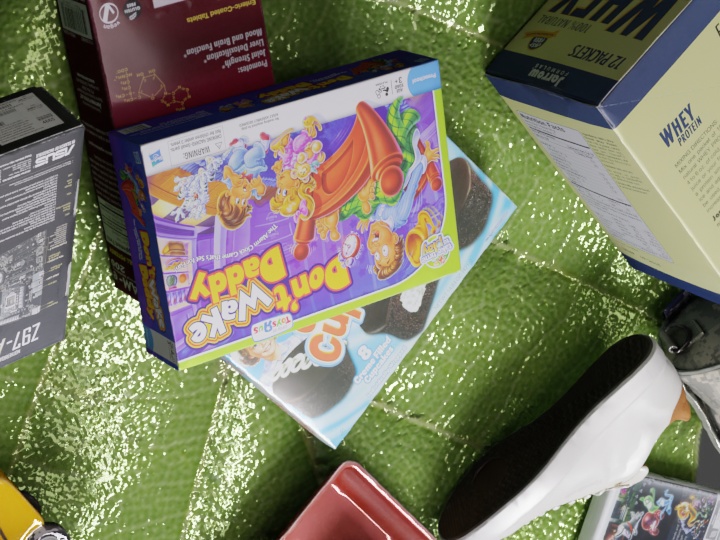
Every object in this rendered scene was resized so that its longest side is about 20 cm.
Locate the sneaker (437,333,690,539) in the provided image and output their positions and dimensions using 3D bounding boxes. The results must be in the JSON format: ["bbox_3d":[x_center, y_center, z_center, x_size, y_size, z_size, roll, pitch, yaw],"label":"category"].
[{"bbox_3d":[0.147,0.139,1.313,0.200,0.073,0.085,-40,116,0],"label":"sneaker"}]

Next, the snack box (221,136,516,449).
[{"bbox_3d":[0.000,0.000,1.226,0.116,0.037,0.201,41,82,-31],"label":"snack box"}]

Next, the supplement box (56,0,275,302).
[{"bbox_3d":[-0.106,-0.090,1.127,0.108,0.061,0.202,-20,113,-24],"label":"supplement box"}]

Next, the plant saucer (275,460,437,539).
[{"bbox_3d":[-0.019,0.253,1.285,0.200,0.037,0.200,-50,122,-9],"label":"plant saucer"}]

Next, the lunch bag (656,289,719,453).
[{"bbox_3d":[0.322,0.081,1.374,0.167,0.140,0.201,-32,118,5],"label":"lunch bag"}]

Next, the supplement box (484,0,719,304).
[{"bbox_3d":[0.230,-0.121,1.267,0.200,0.134,0.200,-48,121,-10],"label":"supplement box"}]

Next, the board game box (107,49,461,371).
[{"bbox_3d":[-0.039,-0.039,1.119,0.199,0.045,0.136,-19,113,-28],"label":"board game box"}]

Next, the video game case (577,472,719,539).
[{"bbox_3d":[0.222,0.255,1.432,0.181,0.023,0.202,16,96,-32],"label":"video game case"}]

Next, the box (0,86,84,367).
[{"bbox_3d":[-0.244,0.004,1.020,0.199,0.043,0.161,-26,143,-36],"label":"box"}]

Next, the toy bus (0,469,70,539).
[{"bbox_3d":[-0.201,0.200,1.149,0.078,0.065,0.201,-33,117,-17],"label":"toy bus"}]
